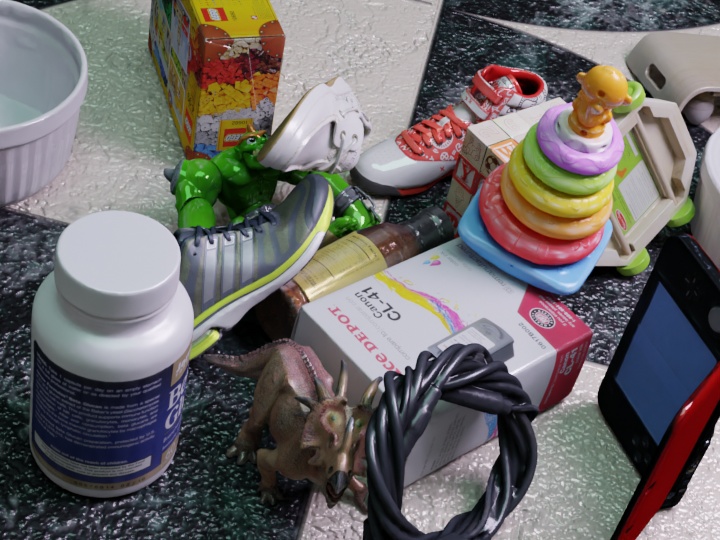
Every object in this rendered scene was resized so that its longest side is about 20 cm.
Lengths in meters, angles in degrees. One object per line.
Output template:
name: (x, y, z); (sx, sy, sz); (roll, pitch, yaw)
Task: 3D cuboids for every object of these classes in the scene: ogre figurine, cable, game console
ogre figurine: (-0.088, -0.056, 1.210); (0.200, 0.098, 0.120); (-26, 72, -17)
cable: (0.063, 0.132, 0.996); (0.051, 0.163, 0.200); (0, 16, 41)
game console: (0.206, 0.101, 1.034); (0.118, 0.200, 0.172); (-8, 47, -23)

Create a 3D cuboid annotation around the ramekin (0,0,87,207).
ramekin: (-0.341, -0.143, 1.221); (0.200, 0.105, 0.200); (7, 42, -7)

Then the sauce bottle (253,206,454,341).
sauce bottle: (0.000, 0.000, 1.191); (0.200, 0.066, 0.066); (-26, 56, -38)

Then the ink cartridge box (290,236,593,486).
ink cartridge box: (0.063, 0.066, 1.120); (0.200, 0.086, 0.148); (-23, 54, -35)

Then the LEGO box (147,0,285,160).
LEGO box: (-0.141, -0.217, 1.319); (0.077, 0.149, 0.200); (-6, 45, -19)

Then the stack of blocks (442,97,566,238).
stack of blocks: (0.179, -0.097, 1.301); (0.200, 0.115, 0.059); (-20, 52, -32)

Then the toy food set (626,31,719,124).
toy food set: (0.408, -0.200, 1.522); (0.200, 0.061, 0.144); (2, 32, -14)

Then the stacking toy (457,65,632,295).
stacking toy: (0.164, -0.089, 1.095); (0.116, 0.200, 0.110); (29, 51, 9)

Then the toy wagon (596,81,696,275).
toy wagon: (0.225, -0.066, 1.257); (0.200, 0.155, 0.040); (-45, 37, -16)

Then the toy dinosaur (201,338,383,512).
toy dinosaur: (-0.040, 0.100, 1.019); (0.086, 0.136, 0.200); (-17, 50, -29)

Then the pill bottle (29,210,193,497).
pill bottle: (-0.175, 0.058, 0.980); (0.111, 0.200, 0.111); (7, 43, -7)

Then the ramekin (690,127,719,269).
ramekin: (0.408, -0.049, 1.325); (0.202, 0.094, 0.203); (8, 42, -7)

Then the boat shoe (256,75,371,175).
boat shoe: (-0.028, -0.115, 1.182); (0.069, 0.071, 0.200); (43, 24, -2)

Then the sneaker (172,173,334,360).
sneaker: (-0.103, -0.012, 1.098); (0.200, 0.081, 0.074); (-43, 21, -11)

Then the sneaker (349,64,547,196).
sneaker: (0.086, -0.139, 1.326); (0.201, 0.108, 0.067); (-12, 48, -25)
